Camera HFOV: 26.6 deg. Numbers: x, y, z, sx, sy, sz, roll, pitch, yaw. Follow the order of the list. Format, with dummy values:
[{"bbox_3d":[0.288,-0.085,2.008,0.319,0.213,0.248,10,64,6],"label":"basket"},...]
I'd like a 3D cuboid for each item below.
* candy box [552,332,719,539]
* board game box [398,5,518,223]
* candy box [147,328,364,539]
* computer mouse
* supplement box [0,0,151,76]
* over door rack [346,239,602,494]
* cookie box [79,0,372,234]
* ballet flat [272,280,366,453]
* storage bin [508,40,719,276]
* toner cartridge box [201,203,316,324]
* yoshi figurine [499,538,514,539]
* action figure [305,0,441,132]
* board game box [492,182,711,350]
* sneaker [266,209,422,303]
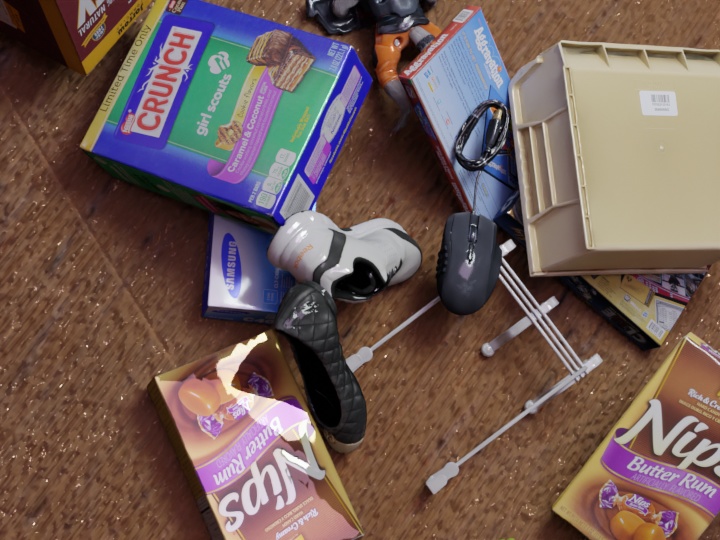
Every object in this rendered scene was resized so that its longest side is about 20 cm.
[{"bbox_3d":[0.278,0.168,1.356,0.117,0.056,0.200,37,101,13],"label":"candy box"},{"bbox_3d":[0.108,-0.136,1.416,0.103,0.019,0.200,-46,132,-21],"label":"board game box"},{"bbox_3d":[-0.092,0.166,1.327,0.117,0.056,0.200,-22,83,-20],"label":"candy box"},{"bbox_3d":[0.105,-0.059,1.369,0.059,0.034,0.200,8,83,-3],"label":"computer mouse"},{"bbox_3d":[-0.292,-0.307,1.297,0.200,0.197,0.133,28,68,20],"label":"supplement box"},{"bbox_3d":[0.099,0.086,1.401,0.200,0.067,0.148,-36,85,-8],"label":"over door rack"},{"bbox_3d":[-0.118,-0.138,1.343,0.200,0.075,0.171,19,76,21],"label":"cookie box"},{"bbox_3d":[-0.039,0.090,1.306,0.066,0.200,0.057,25,56,36],"label":"ballet flat"},{"bbox_3d":[0.252,-0.102,1.409,0.200,0.094,0.199,-1,79,-26],"label":"storage bin"},{"bbox_3d":[-0.090,-0.053,1.395,0.095,0.043,0.200,6,73,-12],"label":"toner cartridge box"},{"bbox_3d":[0.153,0.286,1.331,0.200,0.112,0.113,9,69,-15],"label":"yoshi figurine"},{"bbox_3d":[0.062,-0.255,1.464,0.200,0.105,0.194,-27,93,-17],"label":"action figure"},{"bbox_3d":[0.242,-0.038,1.470,0.200,0.035,0.136,41,69,-10],"label":"board game box"},{"bbox_3d":[0.000,0.000,1.342,0.080,0.200,0.074,42,111,26],"label":"sneaker"}]
